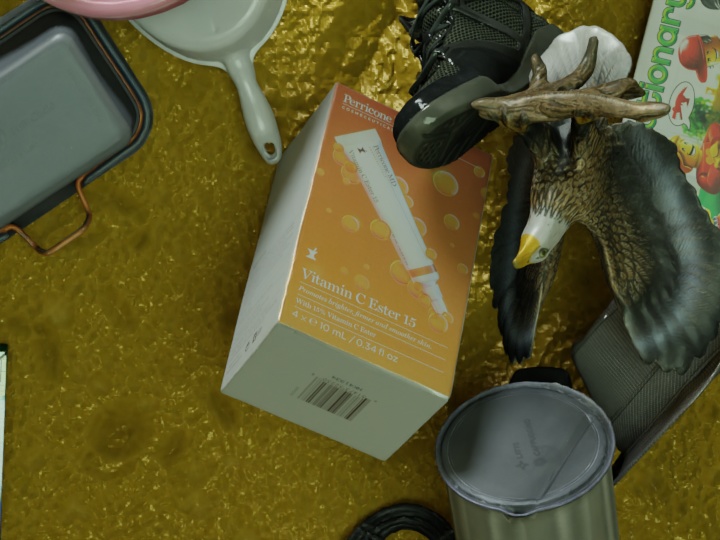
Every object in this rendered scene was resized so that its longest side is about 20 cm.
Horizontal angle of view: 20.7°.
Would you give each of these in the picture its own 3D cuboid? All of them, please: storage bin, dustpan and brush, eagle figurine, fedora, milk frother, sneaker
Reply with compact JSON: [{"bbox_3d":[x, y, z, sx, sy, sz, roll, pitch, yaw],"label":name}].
[{"bbox_3d":[-0.230,-0.073,1.273,0.199,0.134,0.146,-33,104,-2],"label":"storage bin"},{"bbox_3d":[-0.094,-0.166,1.325,0.138,0.057,0.202,-19,92,8],"label":"dustpan and brush"},{"bbox_3d":[0.138,-0.038,1.257,0.150,0.152,0.201,-30,130,-7],"label":"eagle figurine"},{"bbox_3d":[0.206,0.051,1.362,0.090,0.200,0.177,43,134,10],"label":"fedora"},{"bbox_3d":[0.072,0.172,1.324,0.198,0.181,0.189,-12,127,-2],"label":"milk frother"},{"bbox_3d":[0.055,-0.141,1.303,0.114,0.199,0.076,43,131,6],"label":"sneaker"}]

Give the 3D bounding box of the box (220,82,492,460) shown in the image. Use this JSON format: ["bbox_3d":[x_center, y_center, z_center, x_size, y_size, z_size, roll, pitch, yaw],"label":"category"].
[{"bbox_3d":[0.000,0.000,1.290,0.124,0.098,0.201,23,52,-15],"label":"box"}]

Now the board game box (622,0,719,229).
[{"bbox_3d":[0.251,-0.115,1.384,0.125,0.035,0.202,14,95,7],"label":"board game box"}]

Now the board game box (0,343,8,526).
[{"bbox_3d":[-0.341,0.115,1.338,0.198,0.029,0.136,2,98,-11],"label":"board game box"}]

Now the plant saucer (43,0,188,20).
[{"bbox_3d":[-0.149,-0.258,1.269,0.198,0.051,0.203,-1,85,12],"label":"plant saucer"}]
